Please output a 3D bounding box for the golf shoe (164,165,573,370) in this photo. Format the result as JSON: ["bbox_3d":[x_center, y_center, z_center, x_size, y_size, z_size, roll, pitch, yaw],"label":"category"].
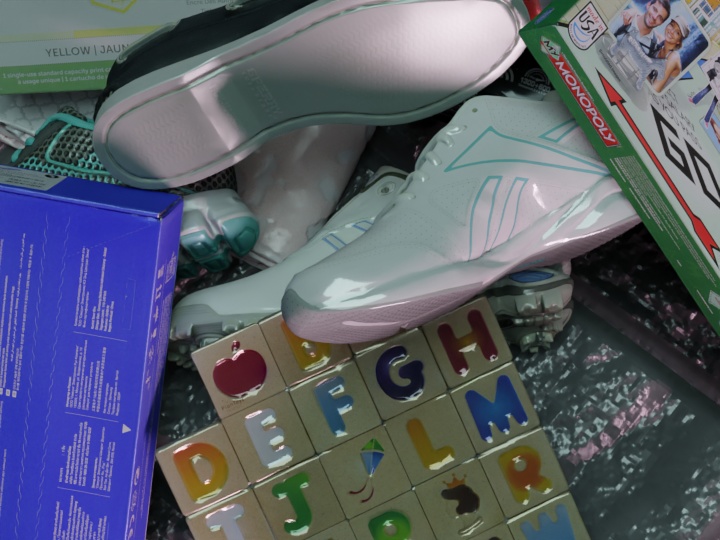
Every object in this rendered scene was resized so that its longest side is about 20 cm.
[{"bbox_3d":[0.000,0.000,0.859,0.199,0.078,0.098,-7,67,-8],"label":"golf shoe"}]

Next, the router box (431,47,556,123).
[{"bbox_3d":[0.136,-0.122,0.876,0.199,0.062,0.150,21,75,4],"label":"router box"}]

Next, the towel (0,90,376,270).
[{"bbox_3d":[-0.072,-0.120,0.917,0.191,0.032,0.200,25,78,11],"label":"towel"}]

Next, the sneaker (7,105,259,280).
[{"bbox_3d":[-0.148,-0.033,0.865,0.199,0.078,0.092,-11,75,9],"label":"sneaker"}]

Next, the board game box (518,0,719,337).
[{"bbox_3d":[0.170,-0.066,0.790,0.135,0.029,0.200,-45,110,-23],"label":"board game box"}]

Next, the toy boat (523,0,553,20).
[{"bbox_3d":[0.066,-0.207,0.797,0.130,0.131,0.201,-20,76,-8],"label":"toy boat"}]

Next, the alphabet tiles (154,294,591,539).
[{"bbox_3d":[0.009,0.106,0.813,0.166,0.006,0.201,-25,98,-3],"label":"alphabet tiles"}]

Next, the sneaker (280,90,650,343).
[{"bbox_3d":[0.043,-0.027,0.779,0.200,0.070,0.080,-23,85,-30],"label":"sneaker"}]

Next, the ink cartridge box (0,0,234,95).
[{"bbox_3d":[-0.118,-0.187,0.843,0.145,0.048,0.201,-2,115,6],"label":"ink cartridge box"}]

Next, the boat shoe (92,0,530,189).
[{"bbox_3d":[-0.025,-0.097,0.785,0.199,0.076,0.060,-13,40,8],"label":"boat shoe"}]

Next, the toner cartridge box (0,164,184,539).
[{"bbox_3d":[-0.140,0.058,0.811,0.095,0.043,0.201,11,106,7],"label":"toner cartridge box"}]
